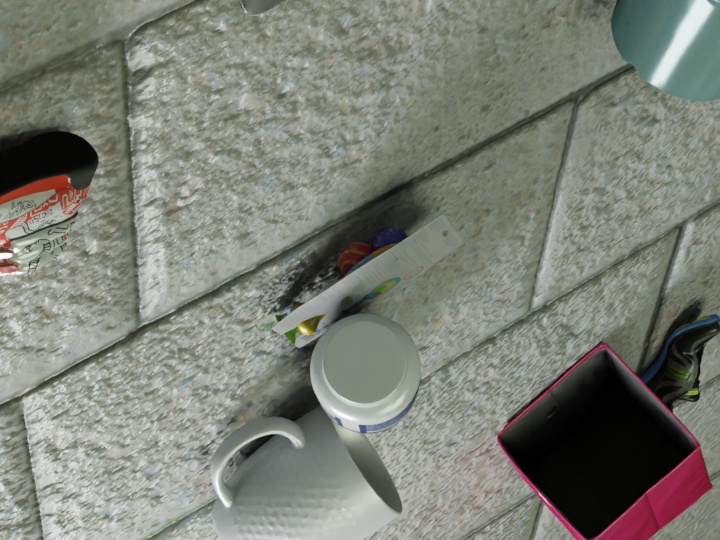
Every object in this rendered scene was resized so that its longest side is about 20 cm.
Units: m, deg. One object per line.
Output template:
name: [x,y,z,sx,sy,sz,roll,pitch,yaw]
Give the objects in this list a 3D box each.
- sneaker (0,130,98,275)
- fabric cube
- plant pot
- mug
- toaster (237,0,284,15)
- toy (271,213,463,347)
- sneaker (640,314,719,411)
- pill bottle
sneaker: [-0.293,-0.037,1.448,0.201,0.067,0.108,-17,142,-44]
fabric cube: [0.326,0.254,2.548,0.200,0.196,0.199,-40,155,-3]
plant pot: [0.336,-0.274,1.796,0.200,0.200,0.196,-24,156,-30]
mug: [-0.079,0.233,2.067,0.175,0.148,0.200,-34,129,8]
toaster: [-0.049,-0.298,1.261,0.181,0.200,0.119,-30,150,-5]
toy: [0.000,0.000,1.905,0.200,0.047,0.115,-36,162,3]
sneaker: [0.451,0.138,2.661,0.071,0.083,0.200,-12,141,-44]
pill bottle: [0.006,0.103,1.938,0.111,0.111,0.200,-38,172,-5]
